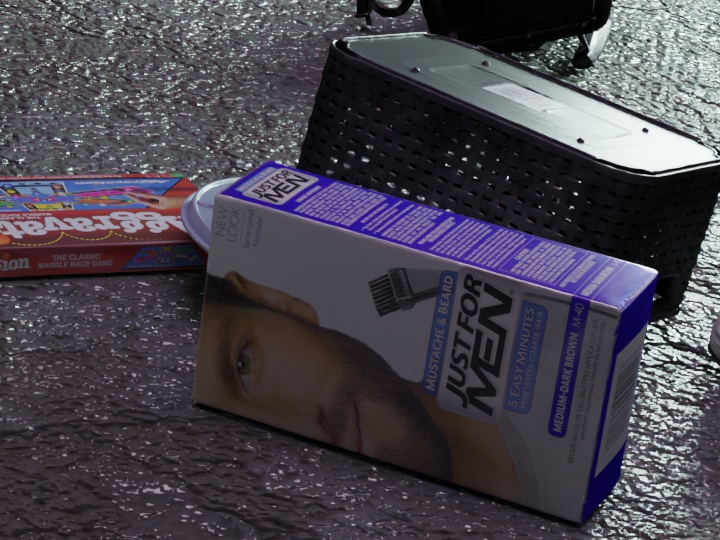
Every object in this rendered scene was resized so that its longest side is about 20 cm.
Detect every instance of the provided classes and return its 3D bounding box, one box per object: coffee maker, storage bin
[{"bbox_3d":[0.124,-0.243,1.858,0.192,0.135,0.200,15,21,18],"label":"coffee maker"},{"bbox_3d":[0.079,-0.050,1.329,0.200,0.094,0.135,26,20,26],"label":"storage bin"}]

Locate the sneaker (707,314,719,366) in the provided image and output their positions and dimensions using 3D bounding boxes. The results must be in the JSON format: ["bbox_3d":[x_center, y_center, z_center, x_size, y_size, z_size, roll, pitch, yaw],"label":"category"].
[{"bbox_3d":[0.284,0.035,1.287,0.200,0.080,0.074,13,20,7],"label":"sneaker"}]

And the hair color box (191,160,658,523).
[{"bbox_3d":[0.027,0.031,1.149,0.200,0.110,0.065,16,24,20],"label":"hair color box"}]

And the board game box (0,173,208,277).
[{"bbox_3d":[-0.170,-0.025,1.340,0.200,0.019,0.103,-3,25,-28],"label":"board game box"}]

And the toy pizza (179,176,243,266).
[{"bbox_3d":[0.000,0.000,1.313,0.200,0.032,0.200,15,17,-5],"label":"toy pizza"}]
